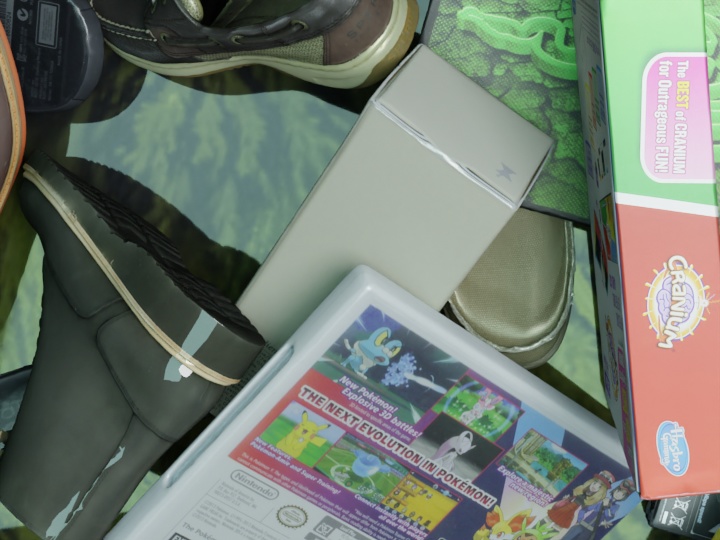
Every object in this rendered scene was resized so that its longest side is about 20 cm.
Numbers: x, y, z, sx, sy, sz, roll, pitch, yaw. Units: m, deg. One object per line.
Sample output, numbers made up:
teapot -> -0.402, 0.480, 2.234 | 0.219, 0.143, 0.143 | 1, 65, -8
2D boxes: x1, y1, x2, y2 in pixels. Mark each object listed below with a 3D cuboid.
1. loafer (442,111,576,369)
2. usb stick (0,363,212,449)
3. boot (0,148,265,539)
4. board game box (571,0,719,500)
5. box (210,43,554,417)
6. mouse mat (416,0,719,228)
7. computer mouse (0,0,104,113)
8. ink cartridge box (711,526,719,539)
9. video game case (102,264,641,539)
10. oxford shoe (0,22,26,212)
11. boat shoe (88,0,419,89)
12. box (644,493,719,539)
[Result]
loafer -> 0.063, -0.050, 0.919 | 0.075, 0.068, 0.201 | -7, 90, 6
usb stick -> -0.166, 0.076, 0.963 | 0.199, 0.033, 0.056 | -19, 81, 6
boot -> -0.142, 0.036, 0.891 | 0.077, 0.200, 0.139 | 32, 96, -37
board game box -> 0.122, -0.023, 0.806 | 0.040, 0.153, 0.201 | -6, 102, 3
box -> 0.000, 0.000, 0.878 | 0.082, 0.068, 0.200 | 37, 126, 0
mouse mat -> 0.127, -0.096, 0.873 | 0.199, 0.008, 0.162 | 15, 100, -2
computer mouse -> -0.214, -0.157, 0.952 | 0.199, 0.046, 0.141 | 8, 110, 14
ink cartridge box -> 0.198, 0.180, 0.789 | 0.128, 0.125, 0.201 | 25, 108, -6
video game case -> 0.013, 0.109, 0.877 | 0.200, 0.023, 0.182 | 33, 109, -31
oxford shoe -> -0.210, -0.041, 0.923 | 0.071, 0.073, 0.201 | 10, 106, 14
boat shoe -> -0.062, -0.132, 0.891 | 0.199, 0.065, 0.073 | 8, 67, 40
box -> 0.239, 0.048, 0.911 | 0.157, 0.050, 0.201 | 16, 92, 5
